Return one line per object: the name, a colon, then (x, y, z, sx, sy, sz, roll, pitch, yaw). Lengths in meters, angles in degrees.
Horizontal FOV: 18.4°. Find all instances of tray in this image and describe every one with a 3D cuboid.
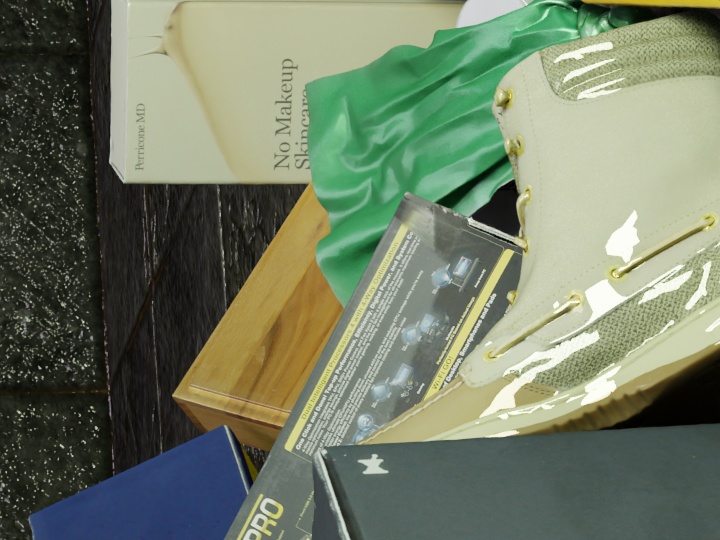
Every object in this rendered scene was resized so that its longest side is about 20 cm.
tray: (0.000, 0.000, 1.100, 0.200, 0.099, 0.037, -59, -42, -23)

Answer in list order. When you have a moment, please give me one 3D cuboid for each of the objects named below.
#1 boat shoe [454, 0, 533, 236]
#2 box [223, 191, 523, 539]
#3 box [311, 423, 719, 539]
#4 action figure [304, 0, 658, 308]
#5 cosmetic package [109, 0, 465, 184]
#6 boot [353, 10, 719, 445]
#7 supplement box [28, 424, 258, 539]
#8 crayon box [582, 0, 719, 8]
boat shoe: (0.080, -0.037, 1.055, 0.069, 0.057, 0.200, 9, 102, 39)
box: (0.041, 0.087, 0.882, 0.161, 0.049, 0.200, 24, 84, 33)
box: (0.084, 0.164, 0.736, 0.124, 0.200, 0.197, -117, 28, -59)
action figure: (0.056, -0.069, 0.994, 0.200, 0.055, 0.118, -28, 68, 43)
cosmetic package: (-0.035, -0.102, 1.228, 0.073, 0.200, 0.104, -136, 46, -71)
boot: (0.069, 0.002, 0.831, 0.072, 0.200, 0.155, 40, -152, -52)
supplement box: (-0.064, 0.192, 1.085, 0.110, 0.109, 0.200, -113, -3, -48)
crayon box: (0.128, -0.163, 0.841, 0.200, 0.052, 0.126, -151, 61, -74)
